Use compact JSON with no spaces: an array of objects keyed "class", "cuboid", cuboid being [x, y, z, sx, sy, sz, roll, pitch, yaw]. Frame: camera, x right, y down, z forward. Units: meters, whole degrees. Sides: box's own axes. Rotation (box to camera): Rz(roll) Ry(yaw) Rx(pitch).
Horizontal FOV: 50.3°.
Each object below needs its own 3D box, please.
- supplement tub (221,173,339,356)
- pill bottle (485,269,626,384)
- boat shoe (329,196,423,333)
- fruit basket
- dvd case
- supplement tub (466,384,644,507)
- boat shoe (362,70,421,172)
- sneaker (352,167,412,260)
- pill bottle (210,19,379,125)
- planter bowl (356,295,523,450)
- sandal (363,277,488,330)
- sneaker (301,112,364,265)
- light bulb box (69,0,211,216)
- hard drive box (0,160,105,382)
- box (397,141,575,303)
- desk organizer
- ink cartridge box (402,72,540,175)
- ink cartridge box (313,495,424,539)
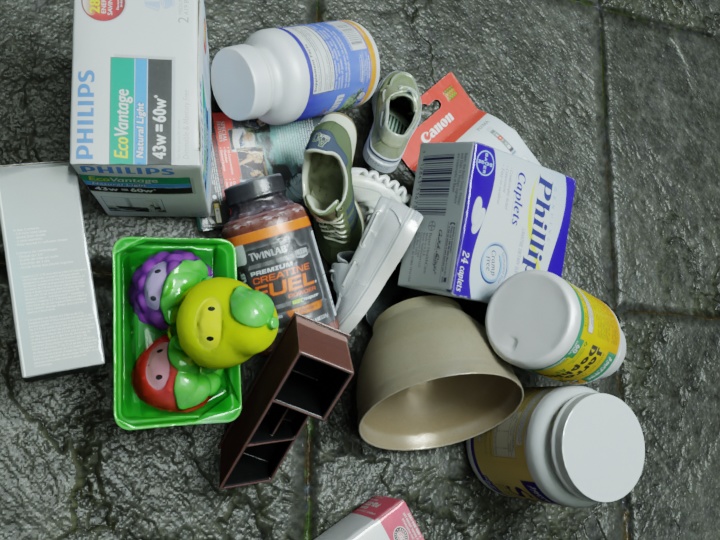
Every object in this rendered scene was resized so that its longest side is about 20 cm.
[{"class":"supplement tub","cuboid":[-0.099,-0.008,0.899,0.106,0.107,0.201,-19,96,-26]},{"class":"pill bottle","cuboid":[0.242,0.075,0.914,0.200,0.112,0.114,23,70,-50]},{"class":"boat shoe","cuboid":[0.000,0.000,0.928,0.068,0.201,0.072,32,31,2]},{"class":"fruit basket","cuboid":[-0.180,0.062,0.810,0.155,0.215,0.217,0,81,-24]},{"class":"dvd case","cuboid":[-0.119,-0.132,0.971,0.199,0.022,0.147,-10,85,-24]},{"class":"supplement tub","cuboid":[0.241,0.219,0.969,0.144,0.200,0.146,4,79,-23]},{"class":"boat shoe","cuboid":[0.053,-0.207,1.000,0.072,0.062,0.201,25,45,-14]},{"class":"sneaker","cuboid":[0.038,-0.062,0.990,0.199,0.075,0.081,32,69,-22]},{"class":"pill bottle","cuboid":[-0.079,-0.239,0.931,0.199,0.112,0.113,-25,91,-42]},{"class":"planter bowl","cuboid":[0.083,0.117,0.939,0.199,0.201,0.135,5,51,-23]},{"class":"sandal","cuboid":[0.097,0.042,1.021,0.199,0.048,0.076,-5,83,-25]},{"class":"sneaker","cuboid":[-0.039,-0.079,0.914,0.090,0.067,0.201,-61,154,-56]},{"class":"light bulb box","cuboid":[-0.225,-0.175,0.821,0.124,0.200,0.200,-1,81,-9]},{"class":"hard drive box","cuboid":[-0.318,0.008,0.783,0.076,0.156,0.201,-8,83,-24]},{"class":"box","cuboid":[0.164,-0.051,0.976,0.199,0.105,0.185,10,88,-38]},{"class":"desk organizer","cuboid":[-0.085,0.155,0.845,0.071,0.077,0.201,24,110,-18]},{"class":"ink cartridge box","cuboid":[0.150,-0.168,1.082,0.162,0.050,0.200,-43,102,-25]},{"class":"ink cartridge box","cuboid":[-0.010,0.381,0.893,0.199,0.085,0.146,-29,93,-27]}]
